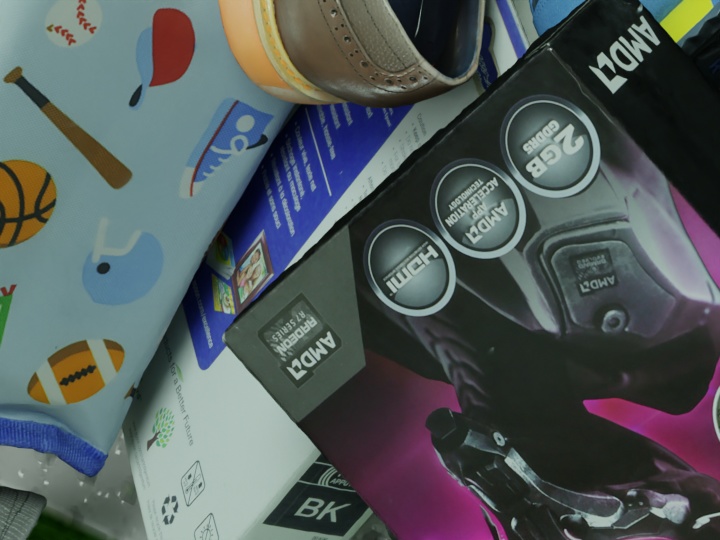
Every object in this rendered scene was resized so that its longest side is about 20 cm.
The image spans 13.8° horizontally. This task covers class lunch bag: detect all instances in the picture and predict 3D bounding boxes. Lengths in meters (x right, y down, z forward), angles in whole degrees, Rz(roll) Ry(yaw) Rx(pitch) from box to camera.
[{"bbox_3d":[-0.104,-0.069,0.843,0.171,0.123,0.200,-59,38,17],"label":"lunch bag"}]

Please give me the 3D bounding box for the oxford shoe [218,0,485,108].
[{"bbox_3d":[0.007,-0.139,0.715,0.073,0.071,0.201,11,107,53],"label":"oxford shoe"}]

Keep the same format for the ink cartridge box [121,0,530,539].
[{"bbox_3d":[0.000,0.000,0.790,0.200,0.039,0.100,-51,40,37],"label":"ink cartridge box"}]

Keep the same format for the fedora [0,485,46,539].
[{"bbox_3d":[-0.125,0.160,0.857,0.090,0.177,0.200,34,106,-7],"label":"fedora"}]

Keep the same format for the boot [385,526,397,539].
[{"bbox_3d":[0.109,0.087,0.771,0.200,0.068,0.131,41,130,6],"label":"boot"}]

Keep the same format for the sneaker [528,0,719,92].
[{"bbox_3d":[0.115,-0.113,0.690,0.200,0.066,0.079,-42,57,24],"label":"sneaker"}]

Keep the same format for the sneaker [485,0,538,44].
[{"bbox_3d":[0.088,-0.119,0.772,0.072,0.072,0.200,46,111,19],"label":"sneaker"}]

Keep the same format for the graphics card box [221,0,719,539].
[{"bbox_3d":[0.077,0.048,0.689,0.200,0.051,0.125,50,126,-1],"label":"graphics card box"}]
